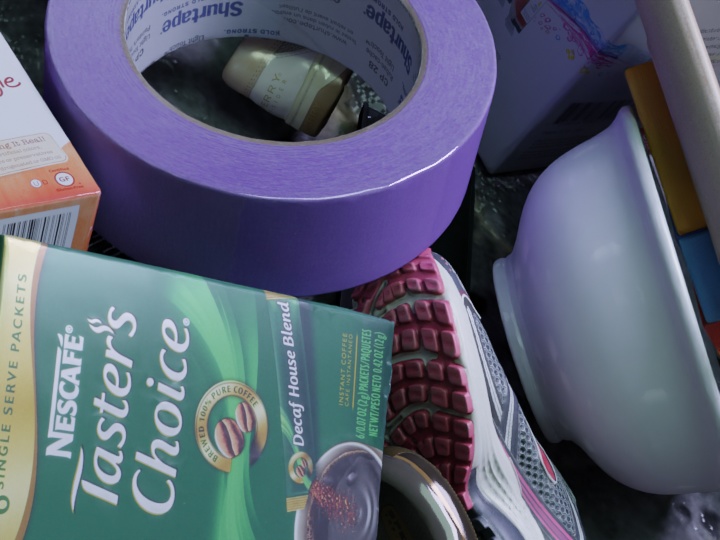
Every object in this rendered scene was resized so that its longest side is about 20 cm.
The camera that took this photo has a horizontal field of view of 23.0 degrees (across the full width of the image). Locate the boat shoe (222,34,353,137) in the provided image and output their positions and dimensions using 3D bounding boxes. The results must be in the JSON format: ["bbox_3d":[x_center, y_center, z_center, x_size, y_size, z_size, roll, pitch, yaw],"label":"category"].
[{"bbox_3d":[-0.017,-0.156,0.945,0.065,0.072,0.200,25,51,-4],"label":"boat shoe"}]

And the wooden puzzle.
[{"bbox_3d":[0.167,-0.026,0.870,0.037,0.200,0.185,-16,72,7],"label":"wooden puzzle"}]

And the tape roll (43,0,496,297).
[{"bbox_3d":[-0.042,-0.084,0.802,0.200,0.066,0.200,6,50,-7],"label":"tape roll"}]

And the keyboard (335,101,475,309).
[{"bbox_3d":[0.000,0.000,0.891,0.127,0.021,0.200,24,51,-24],"label":"keyboard"}]

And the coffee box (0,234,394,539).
[{"bbox_3d":[-0.076,0.063,0.720,0.200,0.044,0.123,15,75,-39],"label":"coffee box"}]

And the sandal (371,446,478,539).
[{"bbox_3d":[0.040,0.171,0.762,0.055,0.082,0.200,-18,77,-40],"label":"sandal"}]

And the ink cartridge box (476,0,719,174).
[{"bbox_3d":[0.144,-0.169,0.961,0.145,0.200,0.145,-8,67,-34],"label":"ink cartridge box"}]

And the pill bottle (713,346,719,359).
[{"bbox_3d":[0.268,-0.023,0.945,0.116,0.200,0.117,15,55,-23],"label":"pill bottle"}]

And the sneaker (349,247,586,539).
[{"bbox_3d":[0.050,0.085,0.821,0.075,0.081,0.200,-26,101,-46],"label":"sneaker"}]

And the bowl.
[{"bbox_3d":[0.122,0.027,0.873,0.090,0.201,0.201,-17,64,10],"label":"bowl"}]

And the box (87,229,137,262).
[{"bbox_3d":[-0.140,0.044,0.765,0.200,0.044,0.160,-30,80,-39],"label":"box"}]

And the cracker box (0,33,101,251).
[{"bbox_3d":[-0.213,-0.069,0.744,0.134,0.058,0.200,-13,51,-33],"label":"cracker box"}]
